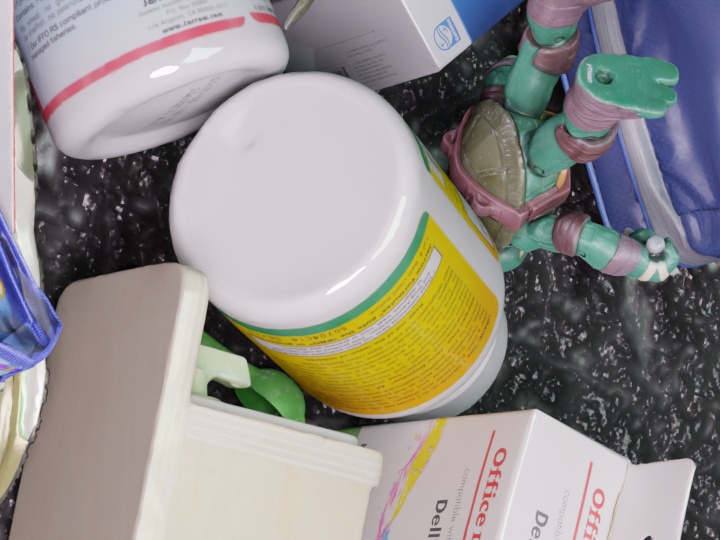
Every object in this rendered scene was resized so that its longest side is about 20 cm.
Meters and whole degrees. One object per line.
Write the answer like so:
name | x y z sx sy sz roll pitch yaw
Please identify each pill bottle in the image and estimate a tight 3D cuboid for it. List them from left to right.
pill bottle | -0.114 -0.158 1.177 0.108 0.109 0.201 -15 78 -40
pill bottle | 0.000 0.000 1.221 0.200 0.112 0.113 47 51 -63

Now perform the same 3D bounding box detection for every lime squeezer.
lime squeezer | -0.051 0.090 1.254 0.070 0.038 0.201 -16 95 -40

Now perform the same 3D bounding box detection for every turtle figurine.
turtle figurine | 0.088 -0.051 1.286 0.100 0.200 0.150 -22 63 -26

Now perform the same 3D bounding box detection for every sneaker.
sneaker | -0.178 0.002 1.157 0.088 0.077 0.201 -4 87 -9

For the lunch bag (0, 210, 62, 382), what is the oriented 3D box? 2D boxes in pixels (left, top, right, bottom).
lunch bag | -0.205 -0.018 1.054 0.094 0.150 0.201 -43 105 -36

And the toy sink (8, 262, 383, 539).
toy sink | -0.071 0.111 1.156 0.112 0.130 0.201 16 77 -29

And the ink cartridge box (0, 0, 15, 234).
ink cartridge box | -0.170 -0.138 1.044 0.043 0.173 0.201 -25 131 -39

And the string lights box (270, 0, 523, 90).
string lights box | 0.052 -0.158 1.334 0.200 0.102 0.059 -42 108 -37

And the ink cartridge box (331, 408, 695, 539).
ink cartridge box | 0.047 0.128 1.224 0.067 0.199 0.118 29 65 -33

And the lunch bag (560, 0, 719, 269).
lunch bag | 0.178 -0.090 1.415 0.136 0.132 0.201 -19 95 -56

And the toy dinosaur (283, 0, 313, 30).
toy dinosaur | -0.053 -0.193 1.243 0.102 0.077 0.201 47 41 -46
